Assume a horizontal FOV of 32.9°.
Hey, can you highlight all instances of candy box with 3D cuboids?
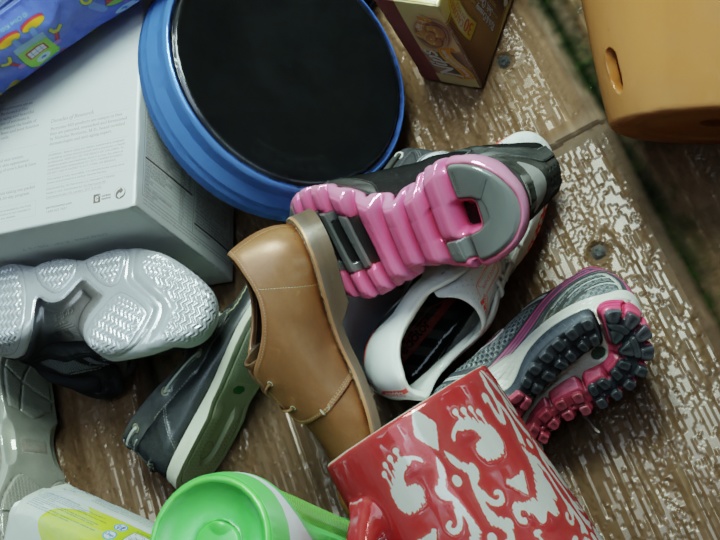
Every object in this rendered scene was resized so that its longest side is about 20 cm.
[{"bbox_3d":[0.081,-0.249,0.871,0.055,0.115,0.203,13,76,26],"label":"candy box"}]

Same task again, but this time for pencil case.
[{"bbox_3d":[-0.208,-0.187,0.809,0.199,0.087,0.079,-33,83,8],"label":"pencil case"}]

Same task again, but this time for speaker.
[{"bbox_3d":[-0.044,0.174,0.713,0.087,0.200,0.090,-7,68,19],"label":"speaker"}]

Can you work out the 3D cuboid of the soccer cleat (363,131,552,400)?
[{"bbox_3d":[0.072,-0.001,0.789,0.068,0.085,0.201,36,86,-15],"label":"soccer cleat"}]

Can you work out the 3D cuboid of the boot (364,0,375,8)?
[{"bbox_3d":[0.006,-0.302,0.956,0.131,0.070,0.202,32,95,25],"label":"boot"}]

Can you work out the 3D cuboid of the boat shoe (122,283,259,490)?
[{"bbox_3d":[-0.095,0.052,0.853,0.067,0.072,0.201,30,87,28],"label":"boat shoe"}]

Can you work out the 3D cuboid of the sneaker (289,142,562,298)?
[{"bbox_3d":[0.041,-0.040,0.760,0.198,0.080,0.095,-6,22,44],"label":"sneaker"}]

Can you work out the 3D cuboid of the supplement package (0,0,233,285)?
[{"bbox_3d":[-0.189,-0.098,0.902,0.150,0.151,0.203,-9,68,19],"label":"supplement package"}]

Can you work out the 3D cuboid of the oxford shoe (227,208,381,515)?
[{"bbox_3d":[-0.033,0.069,0.762,0.070,0.071,0.203,-20,98,-16],"label":"oxford shoe"}]

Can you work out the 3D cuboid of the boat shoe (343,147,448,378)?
[{"bbox_3d":[0.000,0.000,0.842,0.066,0.070,0.202,27,87,48],"label":"boat shoe"}]

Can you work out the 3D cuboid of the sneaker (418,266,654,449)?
[{"bbox_3d":[0.096,0.078,0.773,0.199,0.081,0.075,-36,25,17],"label":"sneaker"}]

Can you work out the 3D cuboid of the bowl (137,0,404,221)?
[{"bbox_3d":[-0.055,-0.135,0.847,0.039,0.198,0.204,-32,53,53],"label":"bowl"}]

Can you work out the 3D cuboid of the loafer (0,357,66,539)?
[{"bbox_3d":[-0.257,0.156,0.889,0.062,0.072,0.202,-28,56,28],"label":"loafer"}]

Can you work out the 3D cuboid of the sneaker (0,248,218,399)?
[{"bbox_3d":[-0.172,0.041,0.863,0.197,0.114,0.077,-1,65,23],"label":"sneaker"}]

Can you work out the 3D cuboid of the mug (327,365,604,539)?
[{"bbox_3d":[0.067,0.169,0.654,0.133,0.177,0.202,-35,81,29],"label":"mug"}]

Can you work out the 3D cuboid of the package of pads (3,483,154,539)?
[{"bbox_3d":[-0.168,0.254,0.777,0.153,0.068,0.203,16,98,25],"label":"package of pads"}]

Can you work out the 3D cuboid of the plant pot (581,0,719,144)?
[{"bbox_3d":[0.222,-0.158,0.748,0.197,0.200,0.142,0,86,21],"label":"plant pot"}]
